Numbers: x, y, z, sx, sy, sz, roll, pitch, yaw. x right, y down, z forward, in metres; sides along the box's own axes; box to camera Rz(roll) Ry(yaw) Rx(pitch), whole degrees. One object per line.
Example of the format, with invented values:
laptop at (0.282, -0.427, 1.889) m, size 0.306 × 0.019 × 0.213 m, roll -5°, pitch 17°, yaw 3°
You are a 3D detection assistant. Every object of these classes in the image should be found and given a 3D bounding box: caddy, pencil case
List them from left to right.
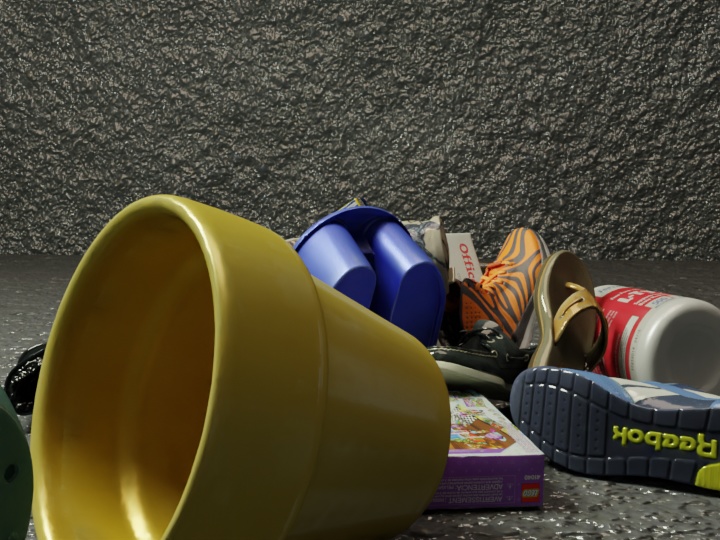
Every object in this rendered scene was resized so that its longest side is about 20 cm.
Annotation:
caddy at (-0.006, 0.043, 0.833) m, size 0.139 × 0.204 × 0.105 m, roll -3°, pitch 27°, yaw -27°
pencil case at (0.000, 0.000, 0.914) m, size 0.196 × 0.079 × 0.090 m, roll -10°, pitch -29°, yaw 0°

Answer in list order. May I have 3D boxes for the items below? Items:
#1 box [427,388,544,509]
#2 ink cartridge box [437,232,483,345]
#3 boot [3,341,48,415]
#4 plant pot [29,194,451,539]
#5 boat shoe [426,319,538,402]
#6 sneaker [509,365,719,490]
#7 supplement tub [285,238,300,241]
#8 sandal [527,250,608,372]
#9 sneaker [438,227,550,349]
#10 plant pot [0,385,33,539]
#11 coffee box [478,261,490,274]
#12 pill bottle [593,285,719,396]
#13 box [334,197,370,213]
box at (0.047, 0.132, 0.698) m, size 0.134 × 0.040 × 0.200 m, roll 0°, pitch 5°, yaw -6°
ink cartridge box at (0.048, 0.040, 1.029) m, size 0.197 × 0.148 × 0.083 m, roll -3°, pitch -23°, yaw -29°
boot at (-0.240, 0.094, 0.881) m, size 0.196 × 0.078 × 0.168 m, roll -9°, pitch 4°, yaw -19°
plant pot at (-0.057, 0.080, 0.506) m, size 0.187 × 0.205 × 0.199 m, roll 16°, pitch -6°, yaw -40°
boat shoe at (0.119, 0.081, 0.840) m, size 0.197 × 0.068 × 0.074 m, roll 17°, pitch -18°, yaw -41°
sneaker at (0.213, 0.119, 0.696) m, size 0.197 × 0.076 × 0.082 m, roll 11°, pitch 8°, yaw 26°
supplement tub at (-0.085, 0.032, 1.205) m, size 0.141 × 0.148 × 0.200 m, roll 0°, pitch 5°, yaw 0°
sandal at (0.201, 0.059, 0.847) m, size 0.054 × 0.080 × 0.202 m, roll -33°, pitch 25°, yaw 40°
sneaker at (0.141, 0.019, 0.980) m, size 0.111 × 0.203 × 0.077 m, roll 33°, pitch -36°, yaw -23°
plant pot at (-0.232, 0.089, 0.357) m, size 0.158 × 0.205 × 0.200 m, roll 14°, pitch 10°, yaw 20°
coffee box at (0.178, 0.025, 1.670) m, size 0.113 × 0.082 × 0.199 m, roll -4°, pitch 6°, yaw -35°
pill bottle at (0.279, 0.075, 0.929) m, size 0.110 × 0.115 × 0.200 m, roll -1°, pitch 5°, yaw -19°
box at (0.027, 0.006, 1.187) m, size 0.070 × 0.202 × 0.064 m, roll -34°, pitch -3°, yaw 11°
